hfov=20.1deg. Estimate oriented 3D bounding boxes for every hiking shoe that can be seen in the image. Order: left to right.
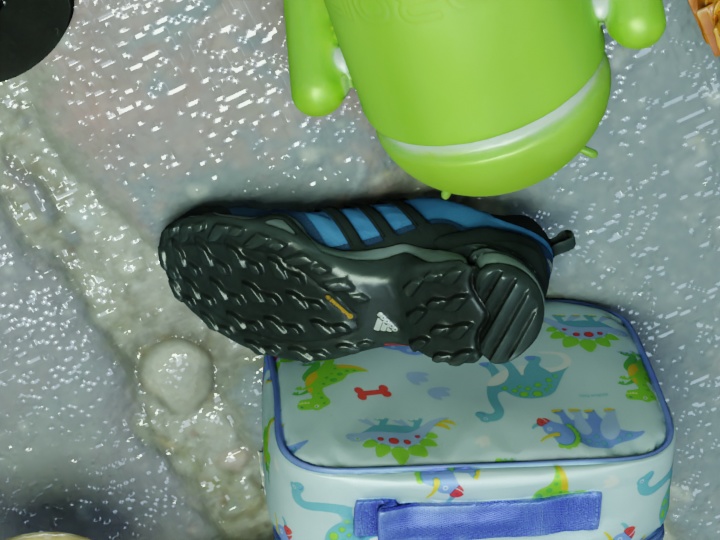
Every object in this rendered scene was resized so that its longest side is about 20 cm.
[{"bbox_3d":[0.000,0.000,1.006,0.200,0.087,0.075,10,119,15],"label":"hiking shoe"}]

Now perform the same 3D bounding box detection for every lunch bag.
[{"bbox_3d":[0.049,0.085,1.005,0.200,0.161,0.083,-3,118,-6],"label":"lunch bag"}]

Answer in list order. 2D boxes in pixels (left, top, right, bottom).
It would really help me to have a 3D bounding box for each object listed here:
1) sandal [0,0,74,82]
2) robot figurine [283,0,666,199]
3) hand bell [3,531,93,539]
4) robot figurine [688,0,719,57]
[{"bbox_3d":[-0.233,-0.119,0.931,0.200,0.045,0.075,5,116,-9],"label":"sandal"},{"bbox_3d":[0.046,-0.119,0.917,0.175,0.116,0.200,-13,126,13],"label":"robot figurine"},{"bbox_3d":[-0.159,0.234,1.031,0.104,0.104,0.200,1,137,-7],"label":"hand bell"},{"bbox_3d":[0.236,-0.185,0.940,0.200,0.058,0.145,-27,115,8],"label":"robot figurine"}]
